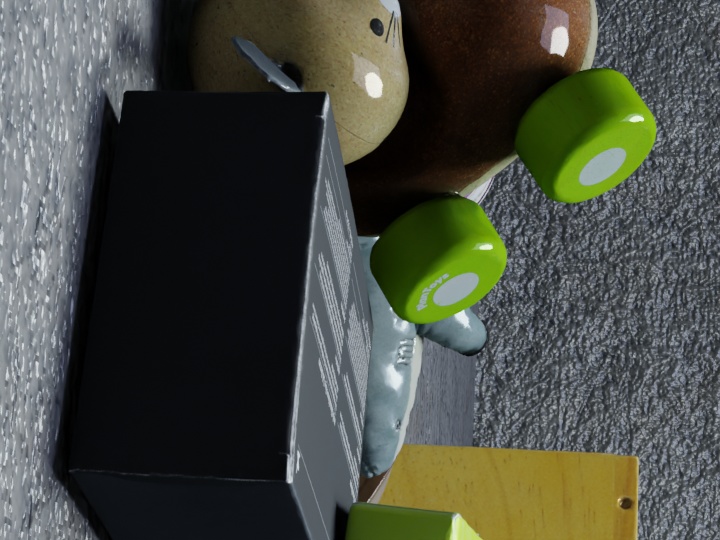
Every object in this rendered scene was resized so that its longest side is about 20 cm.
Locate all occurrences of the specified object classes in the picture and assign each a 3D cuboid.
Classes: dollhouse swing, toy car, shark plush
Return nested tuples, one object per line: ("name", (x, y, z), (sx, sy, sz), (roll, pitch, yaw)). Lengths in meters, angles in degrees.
("dollhouse swing", (0.089, 0.201, 1.422), (0.176, 0.198, 0.183), (81, 13, -62))
("toy car", (-0.005, -0.095, 0.813), (0.200, 0.158, 0.165), (22, 33, -57))
("shark plush", (0.000, 0.000, 0.994), (0.083, 0.090, 0.201), (-52, 146, -42))

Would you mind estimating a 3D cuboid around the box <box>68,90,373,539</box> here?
("box", (-0.043, 0.044, 0.755), (0.200, 0.078, 0.142), (79, 12, -64))

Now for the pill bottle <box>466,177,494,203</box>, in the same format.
("pill bottle", (0.022, -0.077, 1.149), (0.200, 0.111, 0.113), (52, 40, -80))

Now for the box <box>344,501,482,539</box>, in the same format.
("box", (0.012, 0.196, 0.794), (0.122, 0.047, 0.202), (57, 39, -77))

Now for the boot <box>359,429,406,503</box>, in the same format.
("boot", (-0.009, 0.105, 1.136), (0.147, 0.070, 0.201), (94, 8, -50))
